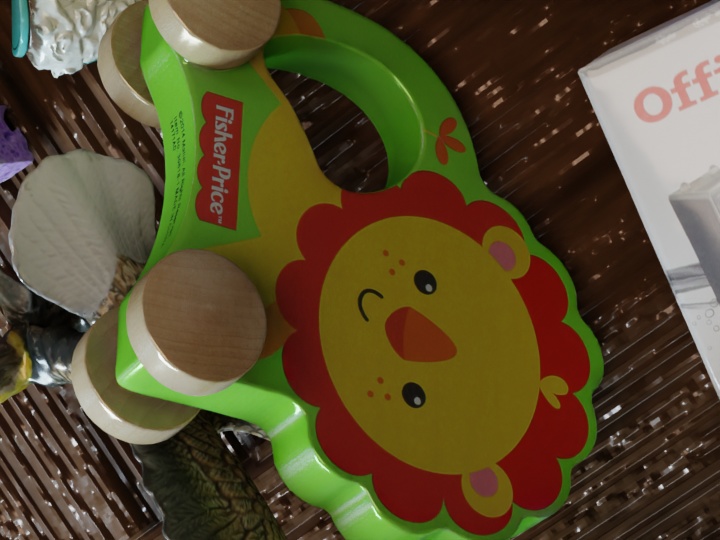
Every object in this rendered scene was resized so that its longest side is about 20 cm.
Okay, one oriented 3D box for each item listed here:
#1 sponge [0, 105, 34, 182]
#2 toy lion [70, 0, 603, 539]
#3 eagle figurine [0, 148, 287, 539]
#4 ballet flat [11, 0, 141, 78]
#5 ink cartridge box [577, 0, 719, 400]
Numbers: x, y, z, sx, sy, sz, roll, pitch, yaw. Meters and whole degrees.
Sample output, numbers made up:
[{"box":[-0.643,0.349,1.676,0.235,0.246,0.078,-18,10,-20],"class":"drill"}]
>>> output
[{"box":[-0.232,-0.001,0.924,0.199,0.111,0.030,-32,86,20],"class":"sponge"},{"box":[0.000,0.000,0.832,0.069,0.190,0.201,-39,43,51],"class":"toy lion"},{"box":[-0.051,0.057,0.868,0.199,0.151,0.153,25,95,25],"class":"eagle figurine"},{"box":[-0.112,-0.175,0.890,0.071,0.072,0.202,-7,93,19],"class":"ballet flat"},{"box":[0.182,-0.011,0.798,0.145,0.085,0.201,-24,88,20],"class":"ink cartridge box"}]
